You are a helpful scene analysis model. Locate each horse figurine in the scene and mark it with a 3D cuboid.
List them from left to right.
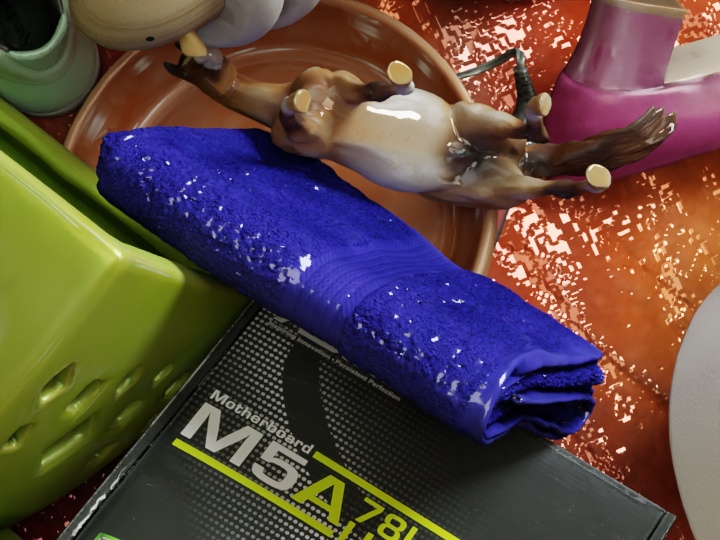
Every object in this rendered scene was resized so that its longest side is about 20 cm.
[{"bbox_3d":[0.026,-0.059,1.217,0.199,0.132,0.050,11,84,-17],"label":"horse figurine"}]

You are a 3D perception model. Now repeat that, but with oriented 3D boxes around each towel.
[{"bbox_3d":[0.000,0.000,1.187,0.199,0.148,0.050,32,98,17],"label":"towel"}]

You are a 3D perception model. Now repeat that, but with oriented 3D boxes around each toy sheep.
[{"bbox_3d":[-0.050,-0.164,1.201,0.138,0.138,0.200,36,65,1],"label":"toy sheep"}]

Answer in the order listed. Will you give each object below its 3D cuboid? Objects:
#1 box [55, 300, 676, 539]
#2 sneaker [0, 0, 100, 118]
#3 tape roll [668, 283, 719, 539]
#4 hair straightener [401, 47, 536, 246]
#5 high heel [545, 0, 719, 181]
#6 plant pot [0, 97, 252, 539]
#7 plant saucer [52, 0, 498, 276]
[{"bbox_3d":[-0.001,0.118,1.164,0.199,0.048,0.193,31,49,9],"label":"box"},{"bbox_3d":[-0.184,-0.163,1.279,0.074,0.118,0.201,-39,85,-8],"label":"sneaker"},{"bbox_3d":[0.218,0.084,1.262,0.202,0.037,0.204,15,63,-33],"label":"tape roll"},{"bbox_3d":[0.022,-0.011,1.308,0.077,0.041,0.201,23,86,0],"label":"hair straightener"},{"bbox_3d":[0.183,-0.070,1.339,0.199,0.068,0.097,12,114,-9],"label":"high heel"},{"bbox_3d":[-0.187,0.020,1.196,0.199,0.200,0.182,36,94,15],"label":"plant pot"},{"bbox_3d":[-0.038,-0.024,1.293,0.199,0.032,0.202,-3,74,9],"label":"plant saucer"}]
